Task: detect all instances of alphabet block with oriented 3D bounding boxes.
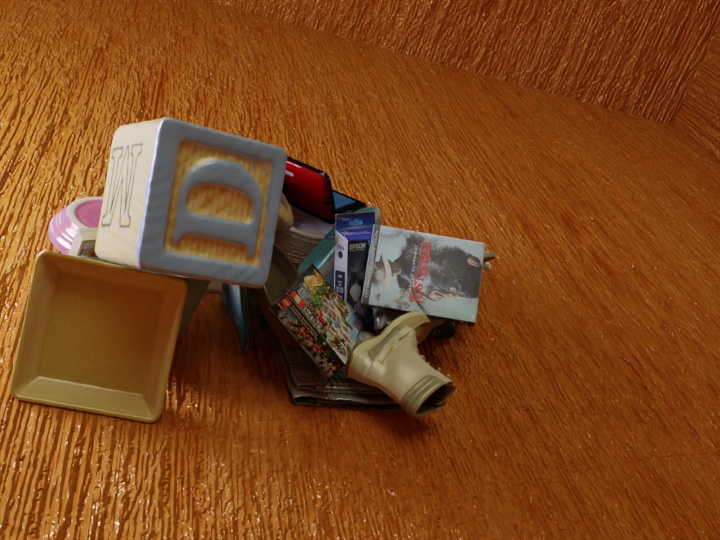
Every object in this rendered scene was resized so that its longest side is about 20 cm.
[{"bbox_3d":[-0.238,-0.091,1.238,0.194,0.199,0.199,12,-2,-34],"label":"alphabet block"}]

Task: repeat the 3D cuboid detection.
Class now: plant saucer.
[{"bbox_3d":[-0.122,0.044,1.416,0.201,0.029,0.201,57,15,-24],"label":"plant saucer"},{"bbox_3d":[-0.349,0.088,1.201,0.198,0.202,0.048,12,4,-13],"label":"plant saucer"},{"bbox_3d":[-0.444,-0.073,1.571,0.198,0.051,0.201,15,26,-8],"label":"plant saucer"}]

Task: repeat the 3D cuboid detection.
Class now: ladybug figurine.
[{"bbox_3d":[-0.176,-0.121,1.558,0.136,0.072,0.200,55,5,-11],"label":"ladybug figurine"}]

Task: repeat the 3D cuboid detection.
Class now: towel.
[{"bbox_3d":[-0.036,0.150,1.440,0.190,0.035,0.201,8,30,-22],"label":"towel"},{"bbox_3d":[-0.203,0.010,1.418,0.021,0.202,0.147,-13,38,-18],"label":"towel"}]

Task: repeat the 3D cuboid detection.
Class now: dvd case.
[{"bbox_3d":[0.108,0.007,1.523,0.197,0.148,0.022,10,-17,1],"label":"dvd case"}]

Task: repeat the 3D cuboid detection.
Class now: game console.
[{"bbox_3d":[-0.103,-0.178,1.672,0.198,0.173,0.119,24,56,25],"label":"game console"}]

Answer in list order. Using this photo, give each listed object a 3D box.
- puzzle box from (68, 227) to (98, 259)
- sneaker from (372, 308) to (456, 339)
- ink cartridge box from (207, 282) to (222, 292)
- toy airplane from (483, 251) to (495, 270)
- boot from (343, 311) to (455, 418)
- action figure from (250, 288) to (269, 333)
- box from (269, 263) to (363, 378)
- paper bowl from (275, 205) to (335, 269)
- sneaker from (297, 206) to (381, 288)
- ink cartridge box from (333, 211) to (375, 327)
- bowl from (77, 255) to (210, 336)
[{"bbox_3d":[-0.372,-0.019,1.428,0.198,0.133,0.026,-6,55,-39],"label":"puzzle box"},{"bbox_3d":[0.091,0.115,1.572,0.199,0.075,0.117,25,52,-33],"label":"sneaker"},{"bbox_3d":[-0.281,-0.076,1.578,0.083,0.147,0.201,7,30,-24],"label":"ink cartridge box"},{"bbox_3d":[0.135,0.005,1.639,0.197,0.200,0.143,6,61,-1],"label":"toy airplane"},{"bbox_3d":[0.090,0.148,1.406,0.154,0.073,0.199,30,37,28],"label":"boot"},{"bbox_3d":[-0.197,0.013,1.539,0.054,0.120,0.200,-4,24,-16],"label":"action figure"},{"bbox_3d":[-0.064,0.073,1.388,0.137,0.038,0.200,51,14,-6],"label":"box"},{"bbox_3d":[-0.120,-0.073,1.723,0.198,0.105,0.201,15,26,-8],"label":"paper bowl"},{"bbox_3d":[-0.014,-0.013,1.627,0.200,0.131,0.079,-44,29,-17],"label":"sneaker"},{"bbox_3d":[0.000,0.000,1.565,0.099,0.203,0.039,-9,13,-42],"label":"ink cartridge box"},{"bbox_3d":[-0.329,0.047,1.318,0.198,0.106,0.201,11,0,0],"label":"bowl"}]
